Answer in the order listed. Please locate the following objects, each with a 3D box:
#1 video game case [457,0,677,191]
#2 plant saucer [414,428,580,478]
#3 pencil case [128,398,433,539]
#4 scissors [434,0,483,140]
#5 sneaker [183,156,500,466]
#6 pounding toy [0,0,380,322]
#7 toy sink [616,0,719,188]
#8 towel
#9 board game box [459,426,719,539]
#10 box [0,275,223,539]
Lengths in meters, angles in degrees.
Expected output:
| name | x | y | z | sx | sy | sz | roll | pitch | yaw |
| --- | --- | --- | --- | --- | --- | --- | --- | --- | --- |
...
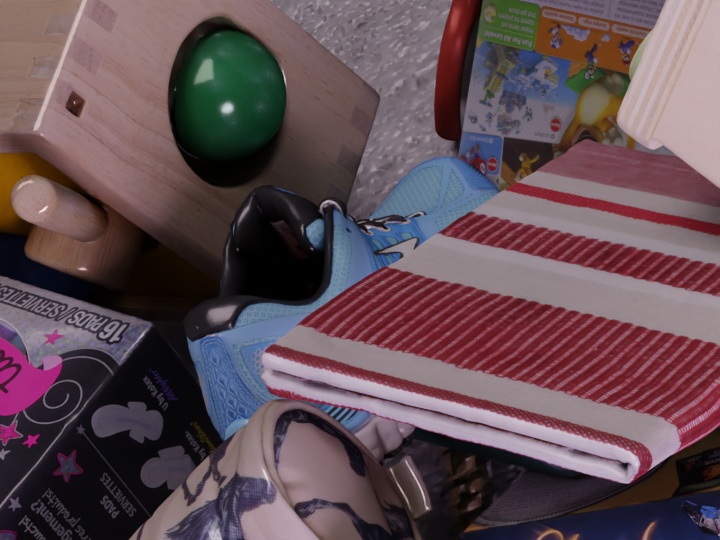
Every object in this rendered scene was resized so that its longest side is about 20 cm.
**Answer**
| name | x | y | z | sx | sy | sz | roll | pitch | yaw |
| --- | --- | --- | --- | --- | --- | --- | --- | --- | --- |
| video game case | 0.098 | -0.083 | 1.023 | 0.143 | 0.018 | 0.200 | 19 | 104 | 45 |
| plant saucer | 0.051 | 0.041 | 0.967 | 0.070 | 0.019 | 0.200 | -30 | 14 | -18 |
| pencil case | -0.064 | 0.128 | 0.885 | 0.200 | 0.089 | 0.078 | -44 | 75 | 15 |
| scissors | 0.048 | -0.133 | 1.084 | 0.014 | 0.200 | 0.073 | 18 | 53 | 11 |
| sneaker | 0.000 | 0.000 | 0.983 | 0.078 | 0.090 | 0.200 | -22 | 15 | 30 |
| pounding toy | -0.106 | -0.045 | 1.026 | 0.200 | 0.184 | 0.142 | 1 | 65 | 41 |
| toy sink | 0.167 | -0.080 | 0.886 | 0.200 | 0.112 | 0.130 | 40 | 42 | 22 |
| towel | 0.081 | 0.010 | 0.895 | 0.144 | 0.023 | 0.200 | 12 | 29 | 35 |
| board game box | 0.149 | 0.057 | 0.872 | 0.200 | 0.035 | 0.135 | -12 | 12 | 31 |
| box | -0.144 | 0.079 | 1.042 | 0.200 | 0.132 | 0.115 | 14 | 58 | 44 |
